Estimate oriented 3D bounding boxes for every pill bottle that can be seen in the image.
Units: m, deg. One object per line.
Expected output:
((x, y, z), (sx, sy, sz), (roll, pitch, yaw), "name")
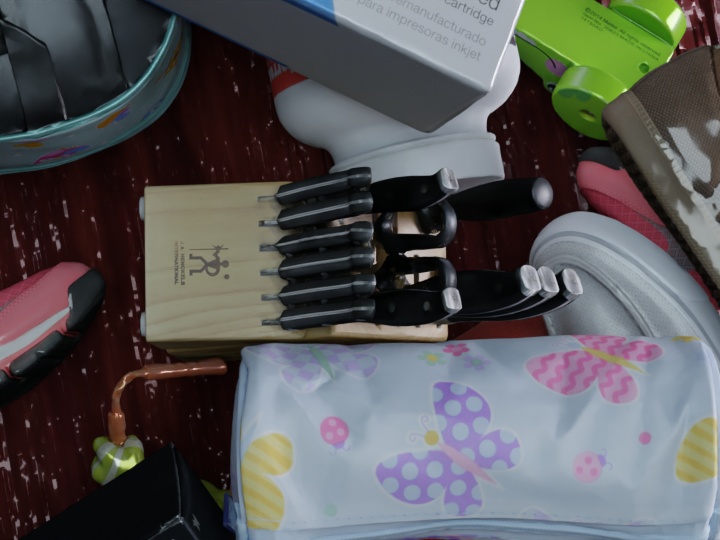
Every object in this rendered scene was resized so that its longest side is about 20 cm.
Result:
((0.006, -0.131, 0.970), (0.112, 0.112, 0.202), (-11, 85, -6), "pill bottle")

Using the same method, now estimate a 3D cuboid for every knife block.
((0.000, 0.000, 0.903), (0.174, 0.200, 0.065), (-1, 84, 1), "knife block")

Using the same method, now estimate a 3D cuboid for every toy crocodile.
((0.149, -0.075, 1.008), (0.199, 0.062, 0.068), (28, 67, 1), "toy crocodile")

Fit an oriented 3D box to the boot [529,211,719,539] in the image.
((0.125, 0.075, 0.925), (0.201, 0.073, 0.096), (54, 42, -4), "boot")

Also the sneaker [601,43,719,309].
((0.184, -0.005, 0.922), (0.075, 0.070, 0.201), (-34, 97, 2), "sneaker")

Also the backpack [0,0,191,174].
((-0.158, -0.140, 0.934), (0.174, 0.153, 0.201), (-11, 77, -7), "backpack")

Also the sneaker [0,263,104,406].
((-0.208, 0.036, 0.944), (0.199, 0.074, 0.087), (-29, 86, -7), "sneaker")

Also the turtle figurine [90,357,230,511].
((-0.046, 0.140, 0.950), (0.199, 0.064, 0.162), (28, 94, -29), "turtle figurine")

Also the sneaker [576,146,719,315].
((0.155, 0.033, 0.987), (0.087, 0.074, 0.200), (-41, 89, -7), "sneaker")

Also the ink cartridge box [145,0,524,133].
((0.011, -0.180, 0.875), (0.144, 0.084, 0.201), (24, 76, -12), "ink cartridge box")

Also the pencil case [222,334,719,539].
((0.044, 0.070, 0.851), (0.198, 0.091, 0.084), (-2, 127, -4), "pencil case")

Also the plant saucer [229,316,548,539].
((0.071, 0.129, 0.943), (0.199, 0.037, 0.201), (-30, 87, -36), "plant saucer")

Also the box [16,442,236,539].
((-0.078, 0.195, 0.888), (0.141, 0.079, 0.201), (-31, 110, 6), "box")
